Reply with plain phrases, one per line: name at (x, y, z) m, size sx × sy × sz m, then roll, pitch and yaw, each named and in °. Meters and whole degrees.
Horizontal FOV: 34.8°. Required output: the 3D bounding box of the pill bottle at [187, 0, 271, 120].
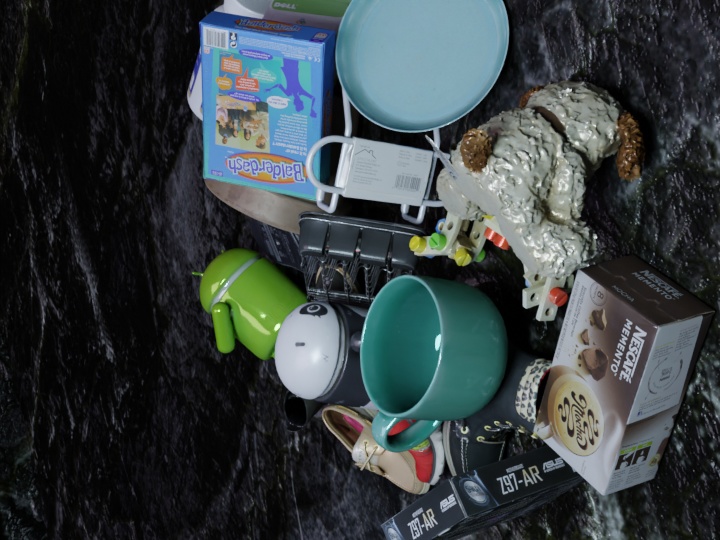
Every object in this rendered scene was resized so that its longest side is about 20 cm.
pill bottle at (-0.166, -0.305, 1.612) m, size 0.120 × 0.119 × 0.200 m, roll 58°, pitch 142°, yaw 29°

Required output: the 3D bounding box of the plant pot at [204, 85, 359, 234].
plant pot at (-0.083, -0.160, 1.489) m, size 0.200 × 0.199 × 0.175 m, roll 39°, pitch 113°, yaw 45°

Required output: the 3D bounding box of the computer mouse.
computer mouse at (-0.086, -0.040, 1.625) m, size 0.200 × 0.053 × 0.139 m, roll 27°, pitch 144°, yaw 49°

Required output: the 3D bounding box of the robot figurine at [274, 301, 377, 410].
robot figurine at (-0.008, 0.104, 1.413) m, size 0.151 × 0.199 × 0.125 m, roll -61°, pitch 33°, yaw 30°

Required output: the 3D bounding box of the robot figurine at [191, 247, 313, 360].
robot figurine at (-0.148, 0.048, 1.658) m, size 0.200 × 0.175 × 0.116 m, roll 40°, pitch 127°, yaw 8°

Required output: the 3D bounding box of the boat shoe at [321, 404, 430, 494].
boat shoe at (0.016, 0.238, 1.539) m, size 0.200 × 0.069 × 0.074 m, roll 37°, pitch 129°, yaw 46°

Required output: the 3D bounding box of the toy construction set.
toy construction set at (0.149, -0.035, 1.236) m, size 0.200 × 0.092 × 0.132 m, roll 35°, pitch 103°, yaw 38°

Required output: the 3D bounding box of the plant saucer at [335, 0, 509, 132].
plant saucer at (0.069, -0.247, 1.265) m, size 0.199 × 0.027 × 0.201 m, roll -3°, pitch 81°, yaw 21°

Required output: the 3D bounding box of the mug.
mug at (0.079, 0.095, 1.253) m, size 0.185 × 0.114 × 0.153 m, roll -47°, pitch 46°, yaw 42°

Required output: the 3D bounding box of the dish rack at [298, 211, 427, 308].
dish rack at (0.000, 0.000, 1.402) m, size 0.200 × 0.152 × 0.055 m, roll 87°, pitch -167°, yaw -68°

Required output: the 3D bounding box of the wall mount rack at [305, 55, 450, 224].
wall mount rack at (0.026, -0.147, 1.320) m, size 0.075 × 0.199 × 0.175 m, roll -145°, pitch 65°, yaw -63°

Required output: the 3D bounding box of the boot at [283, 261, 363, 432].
boot at (-0.053, 0.104, 1.518) m, size 0.077 × 0.138 × 0.201 m, roll 10°, pitch 119°, yaw 29°

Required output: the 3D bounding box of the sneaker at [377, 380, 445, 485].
sneaker at (0.063, 0.187, 1.394) m, size 0.201 × 0.084 × 0.077 m, roll 81°, pitch -167°, yaw -45°

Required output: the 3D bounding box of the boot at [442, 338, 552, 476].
boot at (0.164, 0.172, 1.283) m, size 0.154 × 0.073 × 0.205 m, roll 24°, pitch 115°, yaw 58°

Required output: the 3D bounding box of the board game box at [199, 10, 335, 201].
board game box at (-0.109, -0.190, 1.337) m, size 0.151 × 0.045 × 0.201 m, roll 12°, pitch 124°, yaw 12°

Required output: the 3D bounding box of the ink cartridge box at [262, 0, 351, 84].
ink cartridge box at (-0.071, -0.282, 1.420) m, size 0.103 × 0.201 × 0.059 m, roll 10°, pitch 143°, yaw 14°

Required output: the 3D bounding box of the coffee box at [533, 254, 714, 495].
coffee box at (0.253, 0.102, 1.126) m, size 0.113 × 0.079 × 0.201 m, roll 43°, pitch 133°, yaw 44°

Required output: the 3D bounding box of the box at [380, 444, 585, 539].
box at (0.143, 0.242, 1.227) m, size 0.160 × 0.199 × 0.044 m, roll -49°, pitch 59°, yaw 52°

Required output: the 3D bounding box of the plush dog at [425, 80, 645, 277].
plush dog at (0.175, -0.119, 1.105) m, size 0.200 × 0.172 × 0.161 m, roll 39°, pitch 161°, yaw 42°
